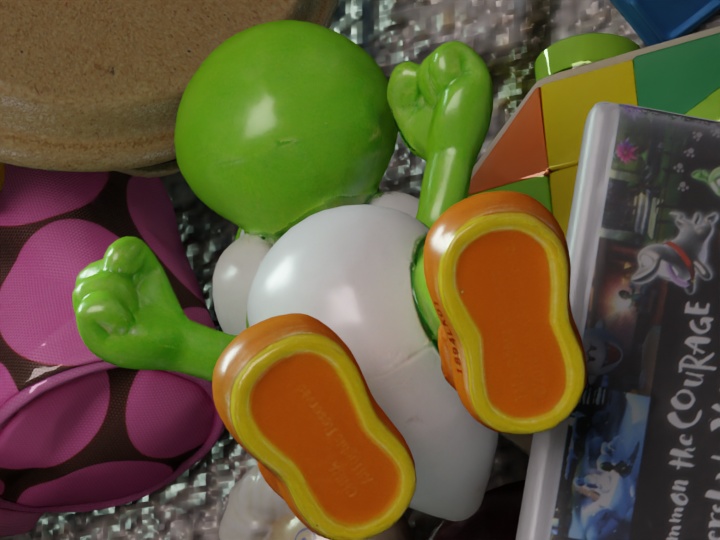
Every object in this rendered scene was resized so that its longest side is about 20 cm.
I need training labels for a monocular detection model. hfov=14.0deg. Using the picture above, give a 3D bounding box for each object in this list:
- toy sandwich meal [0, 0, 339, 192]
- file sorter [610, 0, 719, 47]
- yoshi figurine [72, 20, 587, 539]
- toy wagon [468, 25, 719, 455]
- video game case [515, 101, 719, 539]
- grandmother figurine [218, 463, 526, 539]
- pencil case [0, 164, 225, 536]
[{"bbox_3d":[-0.102,-0.110,0.858,0.070,0.205,0.205,132,141,-58],"label":"toy sandwich meal"},{"bbox_3d":[0.108,-0.191,0.824,0.200,0.139,0.123,-38,54,8],"label":"file sorter"},{"bbox_3d":[-0.010,-0.011,0.752,0.200,0.112,0.112,-128,57,-74],"label":"yoshi figurine"},{"bbox_3d":[0.080,0.003,0.812,0.200,0.040,0.155,-15,63,21],"label":"toy wagon"},{"bbox_3d":[0.129,0.067,0.713,0.182,0.023,0.200,11,70,1],"label":"video game case"},{"bbox_3d":[0.041,0.107,0.771,0.200,0.061,0.121,34,97,32],"label":"grandmother figurine"},{"bbox_3d":[-0.111,-0.021,0.899,0.094,0.091,0.200,-50,47,39],"label":"pencil case"}]
